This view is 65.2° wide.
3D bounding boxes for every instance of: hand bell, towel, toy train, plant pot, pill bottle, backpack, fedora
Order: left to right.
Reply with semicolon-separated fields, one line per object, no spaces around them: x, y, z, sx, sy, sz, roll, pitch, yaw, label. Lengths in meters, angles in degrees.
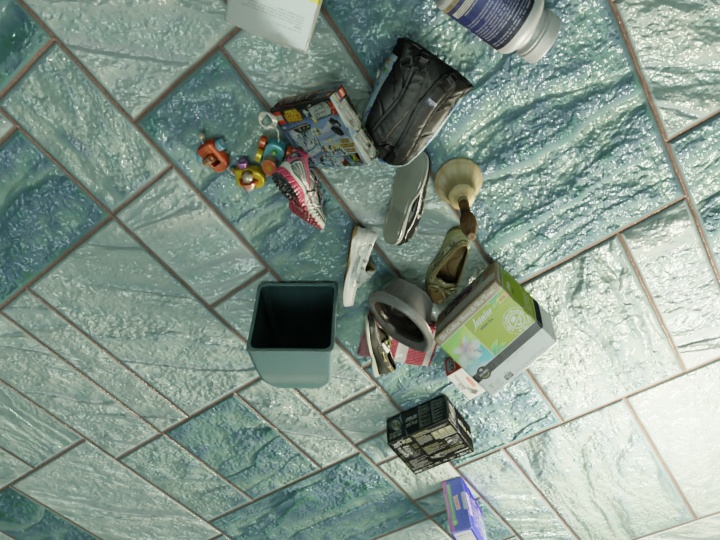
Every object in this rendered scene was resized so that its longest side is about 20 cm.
-0.229;-0.221;1.106;0.195;0.057;0.151;-17;129;26;toy train
-0.147;0.172;1.324;0.189;0.200;0.204;0;135;1;plant pot
0.099;0.177;1.418;0.193;0.023;0.147;10;126;-6;towel
0.080;-0.290;1.025;0.160;0.154;0.204;23;104;-18;backpack
0.107;0.089;1.293;0.174;0.091;0.202;20;153;38;fedora
0.200;-0.124;1.090;0.100;0.203;0.107;1;127;2;hand bell
0.229;-0.432;0.925;0.196;0.113;0.112;27;123;-17;pill bottle

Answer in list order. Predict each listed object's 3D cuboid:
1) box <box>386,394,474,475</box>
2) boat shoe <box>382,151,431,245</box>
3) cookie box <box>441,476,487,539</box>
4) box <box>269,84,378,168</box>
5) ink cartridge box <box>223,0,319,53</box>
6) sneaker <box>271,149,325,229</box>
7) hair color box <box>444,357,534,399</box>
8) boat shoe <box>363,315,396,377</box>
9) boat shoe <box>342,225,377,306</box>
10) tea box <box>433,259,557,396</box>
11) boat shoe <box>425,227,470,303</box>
0.194;0.462;1.577;0.196;0.087;0.165;-28;120;20;box
0.105;-0.147;1.163;0.059;0.073;0.206;-6;119;-46;boat shoe
0.329;0.775;1.746;0.073;0.173;0.203;-21;122;13;cookie box
-0.069;-0.256;1.030;0.197;0.040;0.138;11;142;50;box
-0.116;-0.479;0.880;0.140;0.147;0.204;16;124;-10;ink cartridge box
-0.105;-0.154;1.135;0.079;0.076;0.201;28;162;25;sneaker
0.323;0.232;1.425;0.198;0.065;0.111;-35;117;22;hair color box
0.047;0.179;1.365;0.058;0.073;0.205;-9;133;3;boat shoe
0.000;0.000;1.263;0.067;0.072;0.205;9;124;-3;boat shoe
0.300;0.130;1.271;0.196;0.134;0.201;42;113;-3;tea box
0.194;0.002;1.264;0.071;0.064;0.204;9;126;-6;boat shoe
